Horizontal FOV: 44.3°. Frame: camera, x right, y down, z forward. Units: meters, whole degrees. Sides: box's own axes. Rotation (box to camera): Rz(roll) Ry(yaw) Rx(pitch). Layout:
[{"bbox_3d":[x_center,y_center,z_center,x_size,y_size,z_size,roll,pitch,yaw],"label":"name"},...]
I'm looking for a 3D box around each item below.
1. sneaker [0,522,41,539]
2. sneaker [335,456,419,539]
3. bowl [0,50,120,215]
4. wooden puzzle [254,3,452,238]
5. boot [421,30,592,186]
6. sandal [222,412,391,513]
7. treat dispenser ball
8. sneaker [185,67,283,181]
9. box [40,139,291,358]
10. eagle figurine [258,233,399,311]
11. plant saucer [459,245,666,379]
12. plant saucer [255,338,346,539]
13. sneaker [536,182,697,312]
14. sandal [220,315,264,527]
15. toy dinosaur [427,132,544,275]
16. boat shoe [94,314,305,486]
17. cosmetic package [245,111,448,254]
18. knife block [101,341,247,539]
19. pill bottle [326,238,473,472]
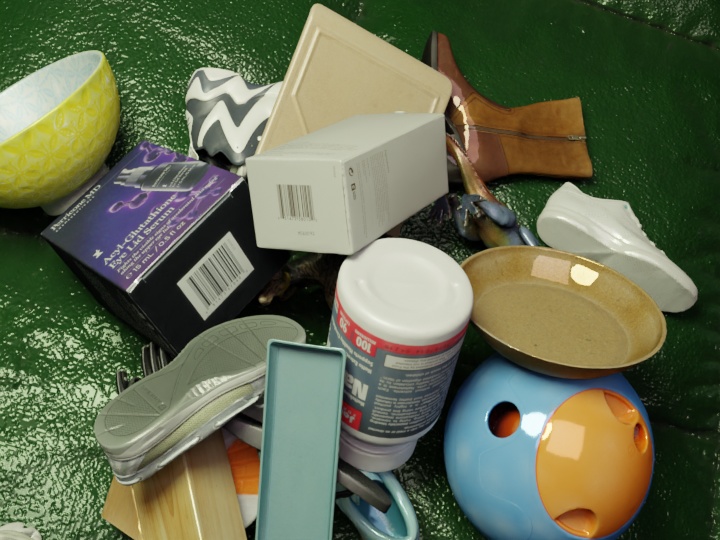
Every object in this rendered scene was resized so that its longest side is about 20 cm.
[{"bbox_3d":[-0.262,0.299,0.788,0.198,0.081,0.076,33,67,2],"label":"sneaker"},{"bbox_3d":[-0.009,0.192,0.866,0.074,0.082,0.200,-42,82,-21],"label":"sneaker"},{"bbox_3d":[-0.318,-0.123,0.901,0.200,0.199,0.109,-43,125,-20],"label":"bowl"},{"bbox_3d":[-0.007,-0.156,0.953,0.182,0.037,0.204,23,81,-23],"label":"wooden puzzle"},{"bbox_3d":[0.173,-0.195,1.043,0.195,0.069,0.192,-6,71,-12],"label":"boot"},{"bbox_3d":[-0.064,0.176,0.799,0.197,0.075,0.046,24,83,10],"label":"sandal"},{"bbox_3d":[0.177,0.170,0.841,0.196,0.201,0.205,3,70,-8],"label":"treat dispenser ball"},{"bbox_3d":[-0.100,-0.141,0.975,0.195,0.079,0.133,10,75,-12],"label":"sneaker"},{"bbox_3d":[-0.188,-0.024,0.847,0.198,0.105,0.148,22,62,45],"label":"box"},{"bbox_3d":[0.001,0.007,0.910,0.195,0.153,0.153,-6,42,1],"label":"eagle figurine"},{"bbox_3d":[0.180,0.042,0.819,0.195,0.036,0.201,6,31,-3],"label":"plant saucer"},{"bbox_3d":[-0.050,0.160,0.750,0.068,0.019,0.205,6,98,12],"label":"plant saucer"},{"bbox_3d":[0.304,-0.035,1.011,0.198,0.076,0.089,33,57,5],"label":"sneaker"},{"bbox_3d":[-0.107,0.152,0.870,0.077,0.059,0.211,11,82,12],"label":"sandal"},{"bbox_3d":[0.171,-0.039,0.964,0.179,0.104,0.204,20,67,-34],"label":"toy dinosaur"},{"bbox_3d":[-0.131,0.107,0.763,0.201,0.066,0.074,-34,46,-29],"label":"boat shoe"},{"bbox_3d":[-0.005,-0.088,0.823,0.199,0.106,0.087,-31,120,-53],"label":"cosmetic package"},{"bbox_3d":[-0.160,0.163,0.813,0.198,0.064,0.179,18,87,38],"label":"knife block"},{"bbox_3d":[0.025,0.085,0.798,0.117,0.203,0.121,6,40,-5],"label":"pill bottle"}]
